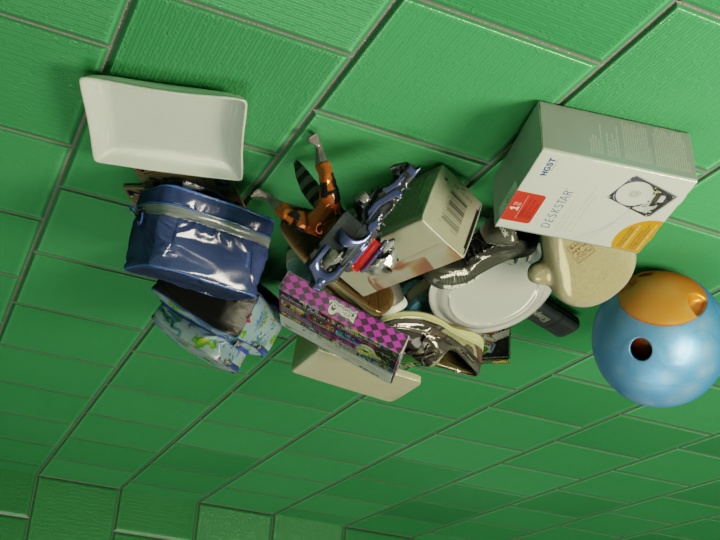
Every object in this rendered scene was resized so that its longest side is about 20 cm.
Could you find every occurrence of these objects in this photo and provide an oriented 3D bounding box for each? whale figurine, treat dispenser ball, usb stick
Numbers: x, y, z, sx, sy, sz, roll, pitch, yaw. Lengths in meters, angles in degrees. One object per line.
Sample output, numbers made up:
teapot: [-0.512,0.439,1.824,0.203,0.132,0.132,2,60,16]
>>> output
whale figurine: [0.285,-0.046,1.496,0.159,0.104,0.200,-39,119,11]
treat dispenser ball: [0.444,0.101,1.645,0.197,0.204,0.202,4,156,2]
usb stick: [0.285,0.061,1.790,0.055,0.033,0.199,-20,145,36]

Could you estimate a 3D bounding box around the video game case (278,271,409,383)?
video game case: [-0.028,0.088,1.628,0.198,0.036,0.182,28,162,7]

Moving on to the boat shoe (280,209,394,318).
boat shoe: [-0.043,-0.002,1.585,0.199,0.072,0.072,40,147,-5]

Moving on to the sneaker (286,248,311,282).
sneaker: [-0.083,0.033,1.737,0.073,0.083,0.201,3,156,2]

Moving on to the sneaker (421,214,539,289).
sneaker: [0.171,-0.036,1.507,0.198,0.067,0.091,-17,153,-26]

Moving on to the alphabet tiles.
alphabet tiles: [-0.247,-0.103,1.561,0.164,0.008,0.201,1,155,8]

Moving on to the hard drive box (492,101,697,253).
hard drive box: [0.278,-0.109,1.339,0.197,0.078,0.157,10,145,-11]

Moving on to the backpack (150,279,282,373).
backpack: [-0.220,0.070,1.730,0.181,0.148,0.200,28,176,24]

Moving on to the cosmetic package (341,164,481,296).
cosmetic package: [0.055,-0.050,1.484,0.087,0.104,0.199,41,142,-25]

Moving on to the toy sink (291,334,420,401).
toy sink: [0.000,0.132,1.905,0.197,0.114,0.130,19,153,-18]

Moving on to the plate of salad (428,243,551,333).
plate of salad: [0.196,0.017,1.657,0.197,0.048,0.202,-7,134,-7]

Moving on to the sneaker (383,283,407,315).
sneaker: [0.000,0.000,1.682,0.070,0.101,0.199,-24,-162,-23]

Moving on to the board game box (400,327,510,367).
board game box: [0.150,0.104,1.824,0.197,0.107,0.023,-3,159,18]

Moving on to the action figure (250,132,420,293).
action figure: [-0.014,-0.080,1.395,0.200,0.194,0.105,-41,179,5]

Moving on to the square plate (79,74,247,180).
square plate: [-0.238,-0.178,1.366,0.195,0.029,0.201,8,155,-5]

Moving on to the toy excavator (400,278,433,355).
toy excavator: [0.102,0.036,1.711,0.193,0.101,0.200,16,132,-39]

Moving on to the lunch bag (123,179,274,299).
lunch bag: [-0.226,-0.047,1.515,0.198,0.135,0.135,19,168,-31]

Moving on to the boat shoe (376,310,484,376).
boat shoe: [0.109,0.112,1.667,0.197,0.066,0.073,15,146,-28]
